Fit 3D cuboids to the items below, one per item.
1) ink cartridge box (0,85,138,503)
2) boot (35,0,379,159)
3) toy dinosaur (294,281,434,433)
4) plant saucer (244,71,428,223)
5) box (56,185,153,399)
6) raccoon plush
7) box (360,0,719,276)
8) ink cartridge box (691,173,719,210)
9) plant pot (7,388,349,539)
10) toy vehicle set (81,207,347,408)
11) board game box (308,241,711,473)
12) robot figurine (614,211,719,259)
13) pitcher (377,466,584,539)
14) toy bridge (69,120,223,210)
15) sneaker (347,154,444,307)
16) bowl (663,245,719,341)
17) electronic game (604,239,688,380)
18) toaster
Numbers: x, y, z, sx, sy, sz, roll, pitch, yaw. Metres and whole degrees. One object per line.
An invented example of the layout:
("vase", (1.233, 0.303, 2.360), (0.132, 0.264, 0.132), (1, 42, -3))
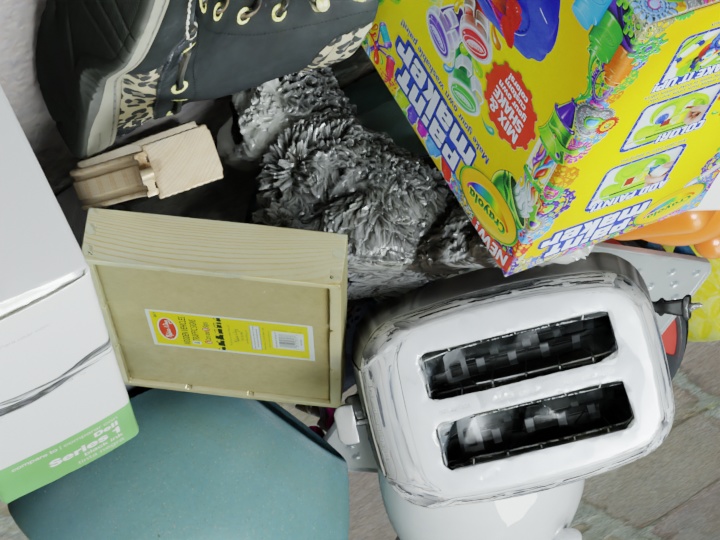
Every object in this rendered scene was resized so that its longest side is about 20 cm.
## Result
("ink cartridge box", (-0.178, 0.001, 1.034), (0.084, 0.147, 0.200), (-25, 158, -11))
("boot", (-0.062, -0.131, 0.999), (0.153, 0.074, 0.204), (-21, 165, -23))
("toy dinosaur", (0.016, 0.017, 1.392), (0.105, 0.199, 0.183), (-130, -118, -84))
("plant saucer", (0.012, -0.066, 1.288), (0.199, 0.036, 0.200), (-27, 158, -11))
("box", (-0.151, 0.031, 1.248), (0.116, 0.060, 0.200), (-32, 158, 3))
("raccoon plush", (0.020, -0.060, 1.120), (0.198, 0.135, 0.097), (-2, 165, 6))
("box", (0.093, -0.143, 1.009), (0.121, 0.201, 0.193), (-20, 155, -26))
("ink cartridge box", (0.160, -0.088, 1.157), (0.198, 0.117, 0.068), (-1, 125, 21))
("plant pot", (-0.083, 0.138, 1.263), (0.135, 0.200, 0.200), (-53, 157, 0))
("toy vehicle set", (-0.069, 0.023, 1.110), (0.123, 0.027, 0.200), (6, 160, 1))
("board game box", (0.089, 0.050, 1.338), (0.199, 0.026, 0.200), (7, 130, -40))
("robot figurine", (0.200, -0.093, 1.324), (0.117, 0.144, 0.200), (-52, 178, 40))
("pitcher", (0.089, 0.148, 1.290), (0.121, 0.171, 0.201), (-41, 151, -27))
("toy bridge", (-0.106, -0.049, 1.063), (0.067, 0.027, 0.200), (-20, -174, -5))
("sneaker", (-0.002, -0.002, 1.269), (0.200, 0.060, 0.104), (-44, 157, 1))
("bowl", (0.250, -0.060, 1.485), (0.199, 0.200, 0.108), (-34, 115, 7))
("electronic game", (0.120, 0.029, 1.469), (0.200, 0.199, 0.042), (-53, -170, 43))
("toaster", (0.086, 0.056, 1.130), (0.198, 0.115, 0.129), (-12, -177, 4))
